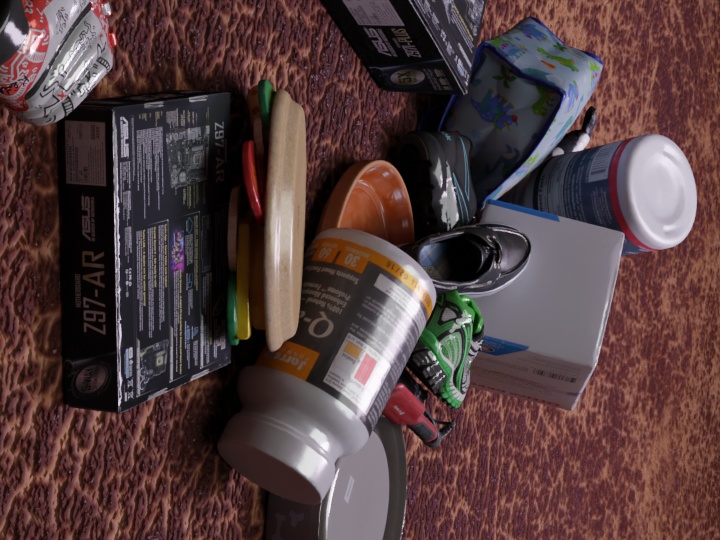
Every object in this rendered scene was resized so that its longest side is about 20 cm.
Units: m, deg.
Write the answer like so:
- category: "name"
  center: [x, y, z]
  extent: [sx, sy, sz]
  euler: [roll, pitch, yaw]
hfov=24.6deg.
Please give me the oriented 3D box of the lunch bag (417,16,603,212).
- category: "lunch bag"
  center: [0.141, -0.144, 1.686]
  extent: [0.201, 0.127, 0.170]
  euler: [-63, 167, 27]

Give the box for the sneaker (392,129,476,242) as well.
- category: "sneaker"
  center: [0.082, -0.038, 1.598]
  extent: [0.079, 0.075, 0.202]
  euler: [-13, 108, -41]

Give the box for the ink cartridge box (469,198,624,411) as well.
- category: "ink cartridge box"
  center: [0.174, 0.040, 1.693]
  extent: [0.200, 0.146, 0.146]
  euler: [93, 12, -72]

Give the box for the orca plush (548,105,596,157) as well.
- category: "orca plush"
  center: [0.208, -0.132, 1.909]
  extent: [0.071, 0.105, 0.200]
  euler: [48, 64, -9]

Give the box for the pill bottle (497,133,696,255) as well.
- category: "pill bottle"
  center: [0.244, -0.070, 1.747]
  extent: [0.119, 0.199, 0.121]
  euler: [8, 78, -41]

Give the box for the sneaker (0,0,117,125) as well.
- category: "sneaker"
  center: [-0.179, -0.187, 0.985]
  extent: [0.108, 0.067, 0.203]
  euler: [55, 48, -58]

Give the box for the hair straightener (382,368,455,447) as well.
- category: "hair straightener"
  center: [0.044, 0.106, 1.490]
  extent: [0.200, 0.041, 0.077]
  euler: [40, 29, -60]

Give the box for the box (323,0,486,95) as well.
- category: "box"
  center: [0.045, -0.275, 1.471]
  extent: [0.200, 0.085, 0.165]
  euler: [47, 52, -61]

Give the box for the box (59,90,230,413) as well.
- category: "box"
  center: [-0.143, -0.019, 1.130]
  extent: [0.160, 0.043, 0.202]
  euler: [-23, 116, -65]

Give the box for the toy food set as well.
- category: "toy food set"
  center: [-0.068, -0.040, 1.221]
  extent: [0.198, 0.048, 0.202]
  euler: [-84, 176, -83]

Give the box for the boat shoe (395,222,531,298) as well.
- category: "boat shoe"
  center: [0.099, -0.008, 1.522]
  extent: [0.199, 0.056, 0.069]
  euler: [-13, 85, -44]

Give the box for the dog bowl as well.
- category: "dog bowl"
  center: [-0.021, 0.208, 1.449]
  extent: [0.200, 0.058, 0.202]
  euler: [4, 90, -68]

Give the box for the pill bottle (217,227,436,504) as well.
- category: "pill bottle"
  center: [-0.028, 0.076, 1.315]
  extent: [0.201, 0.116, 0.117]
  euler: [-62, 149, -24]

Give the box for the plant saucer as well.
- category: "plant saucer"
  center: [0.000, 0.000, 1.491]
  extent: [0.200, 0.032, 0.202]
  euler: [6, 90, -68]

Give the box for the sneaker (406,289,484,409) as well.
- category: "sneaker"
  center: [0.084, 0.071, 1.512]
  extent: [0.085, 0.078, 0.200]
  euler: [-44, 169, -3]
